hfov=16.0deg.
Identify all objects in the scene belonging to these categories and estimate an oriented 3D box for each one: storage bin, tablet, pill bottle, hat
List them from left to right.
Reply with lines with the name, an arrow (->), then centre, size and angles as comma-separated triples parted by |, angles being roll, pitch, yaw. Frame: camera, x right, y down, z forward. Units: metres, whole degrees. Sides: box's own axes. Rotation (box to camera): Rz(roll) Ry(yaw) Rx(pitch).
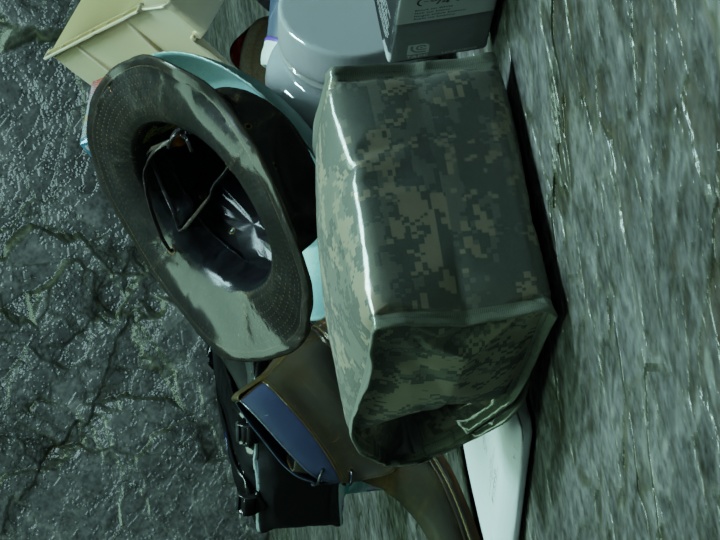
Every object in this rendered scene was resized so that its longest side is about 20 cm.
storage bin -> -0.118, -0.228, 1.907 | 0.198, 0.094, 0.200 | -14, 44, 58
hat -> -0.073, -0.048, 1.531 | 0.201, 0.081, 0.201 | 31, 136, 35
pill bottle -> -0.005, -0.096, 1.651 | 0.200, 0.113, 0.113 | 90, 170, -46
tablet -> 0.081, 0.100, 1.581 | 0.200, 0.014, 0.130 | 92, 169, -53

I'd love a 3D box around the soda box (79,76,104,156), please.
soda box -> -0.123, -0.064, 1.882 | 0.200, 0.064, 0.068 | 50, -147, -39

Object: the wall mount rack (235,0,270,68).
wall mount rack -> -0.084, -0.150, 2.071 | 0.075, 0.200, 0.174 | 47, -175, 37

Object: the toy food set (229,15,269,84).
toy food set -> -0.044, -0.095, 1.937 | 0.198, 0.049, 0.200 | 9, -115, -64

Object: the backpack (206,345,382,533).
backpack -> -0.055, 0.098, 2.133 | 0.200, 0.150, 0.178 | -118, 23, -53

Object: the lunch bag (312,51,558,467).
lunch bag -> 0.033, 0.000, 1.437 | 0.200, 0.117, 0.164 | 105, 157, -62

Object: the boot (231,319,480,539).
boot -> -0.001, 0.134, 1.729 | 0.200, 0.097, 0.075 | 57, 166, 5

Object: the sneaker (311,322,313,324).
sneaker -> -0.036, 0.071, 1.899 | 0.200, 0.077, 0.085 | 41, -129, -37

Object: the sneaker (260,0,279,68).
sneaker -> -0.009, -0.201, 1.829 | 0.200, 0.080, 0.147 | 8, -82, -77

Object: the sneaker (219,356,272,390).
sneaker -> -0.074, 0.040, 1.786 | 0.091, 0.076, 0.200 | 44, 165, 53

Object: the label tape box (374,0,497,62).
label tape box -> 0.037, -0.221, 1.370 | 0.200, 0.063, 0.144 | 99, 161, -69

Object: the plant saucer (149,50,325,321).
plant saucer -> -0.068, -0.061, 1.622 | 0.201, 0.039, 0.201 | 31, 143, 27
